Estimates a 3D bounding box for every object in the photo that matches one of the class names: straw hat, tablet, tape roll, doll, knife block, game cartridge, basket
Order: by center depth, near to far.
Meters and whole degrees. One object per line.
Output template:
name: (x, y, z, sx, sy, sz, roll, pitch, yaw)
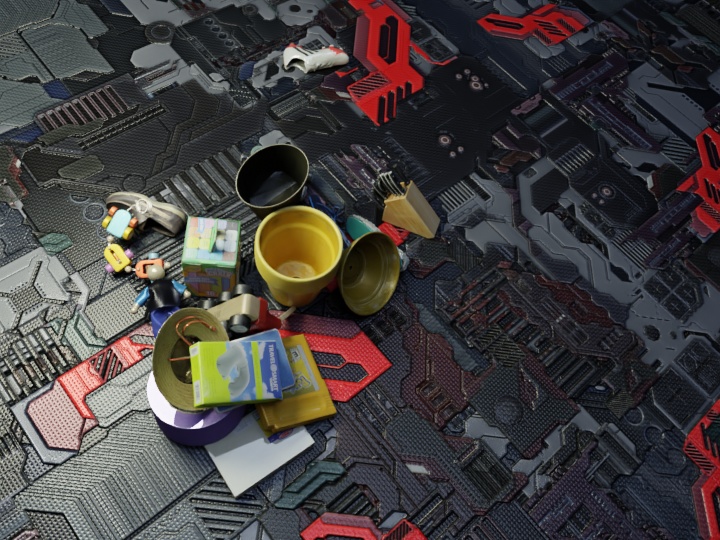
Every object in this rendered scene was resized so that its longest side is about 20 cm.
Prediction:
straw hat: (-0.356, 0.180, 1.347, 0.200, 0.085, 0.204, 12, 73, -45)
tablet: (-0.232, 0.204, 1.377, 0.199, 0.014, 0.132, -14, 82, -42)
tape roll: (-0.340, 0.257, 1.400, 0.197, 0.085, 0.202, 2, 52, -2)
game cartridge: (-0.161, 0.242, 1.451, 0.175, 0.033, 0.201, -6, 58, -39)
doll: (-0.446, 0.081, 1.497, 0.135, 0.048, 0.202, -12, 76, -17)
basket: (-0.207, -0.189, 1.593, 0.180, 0.200, 0.136, -37, 81, -13)
knife block: (0.121, -0.184, 1.704, 0.198, 0.176, 0.064, 22, 59, 4)

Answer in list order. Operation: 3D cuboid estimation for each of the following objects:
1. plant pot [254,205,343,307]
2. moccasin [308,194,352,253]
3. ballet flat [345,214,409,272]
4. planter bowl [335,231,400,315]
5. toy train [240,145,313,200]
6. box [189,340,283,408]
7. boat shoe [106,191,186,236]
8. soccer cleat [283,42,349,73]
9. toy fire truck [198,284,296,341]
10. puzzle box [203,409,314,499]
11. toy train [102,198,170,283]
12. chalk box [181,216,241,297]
plant pot: (-0.147, -0.014, 1.549, 0.198, 0.190, 0.203, 4, 58, -6)
moccasin: (-0.069, -0.107, 1.690, 0.068, 0.081, 0.202, -25, 79, -7)
ballet flat: (0.046, -0.068, 1.697, 0.200, 0.072, 0.072, 44, 62, 14)
planter bowl: (0.000, 0.000, 1.602, 0.083, 0.202, 0.200, 16, 48, 44)
toy train: (-0.225, -0.247, 1.744, 0.198, 0.085, 0.115, 16, 71, -3)
box: (-0.237, 0.205, 1.333, 0.198, 0.047, 0.123, 3, 71, -38)
boat shoe: (-0.528, -0.135, 1.624, 0.198, 0.075, 0.074, 13, 58, 0)
soccer cleat: (-0.134, -0.628, 1.996, 0.197, 0.069, 0.086, 7, 67, -2)
toy fire truck: (-0.247, 0.115, 1.497, 0.199, 0.175, 0.130, 32, 47, -42)
puzzle box: (-0.212, 0.367, 1.405, 0.199, 0.026, 0.133, -29, 66, -24)
toy train: (-0.529, -0.060, 1.575, 0.148, 0.056, 0.202, -11, 83, -4)
chalk box: (-0.339, -0.039, 1.523, 0.122, 0.201, 0.126, 5, 58, -7)
